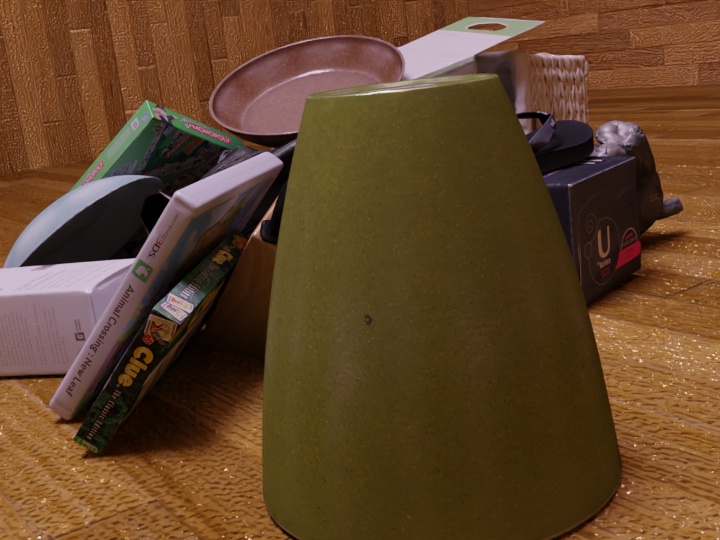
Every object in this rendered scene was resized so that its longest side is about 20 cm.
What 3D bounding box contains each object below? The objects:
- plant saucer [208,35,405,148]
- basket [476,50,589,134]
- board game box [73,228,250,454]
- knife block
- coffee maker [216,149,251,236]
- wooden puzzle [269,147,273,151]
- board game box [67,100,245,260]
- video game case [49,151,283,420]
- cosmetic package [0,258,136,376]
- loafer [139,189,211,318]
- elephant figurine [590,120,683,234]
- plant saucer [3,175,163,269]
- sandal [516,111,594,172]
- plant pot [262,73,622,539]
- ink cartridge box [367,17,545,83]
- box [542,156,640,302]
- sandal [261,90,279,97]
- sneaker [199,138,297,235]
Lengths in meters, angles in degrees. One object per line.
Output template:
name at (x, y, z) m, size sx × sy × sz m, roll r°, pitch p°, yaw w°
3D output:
plant saucer at (-0.051, -0.175, 0.904) m, size 0.200 × 0.037 × 0.201 m, roll -9°, pitch 39°, yaw 7°
basket at (0.163, -0.165, 1.118) m, size 0.200 × 0.199 × 0.161 m, roll 5°, pitch 14°, yaw 44°
board game box at (-0.128, 0.040, 0.624) m, size 0.023 × 0.105 × 0.200 m, roll 31°, pitch 17°, yaw -3°
knife block at (-0.053, -0.018, 0.642) m, size 0.200 × 0.176 × 0.064 m, roll 1°, pitch 42°, yaw 31°
coffee maker at (-0.026, -0.071, 0.947) m, size 0.200 × 0.135 × 0.192 m, roll 1°, pitch 15°, yaw 28°
wooden puzzle at (0.020, -0.106, 1.036) m, size 0.200 × 0.037 × 0.185 m, roll 24°, pitch -25°, yaw -37°
board game box at (-0.233, -0.085, 0.976) m, size 0.200 × 0.029 × 0.134 m, roll -42°, pitch -35°, yaw 23°
video game case at (-0.136, 0.002, 0.671) m, size 0.022 × 0.182 × 0.200 m, roll 35°, pitch 18°, yaw 1°
cosmetic package at (-0.285, 0.040, 0.753) m, size 0.199 × 0.074 × 0.102 m, roll -3°, pitch 14°, yaw 13°
loafer at (-0.165, -0.019, 0.846) m, size 0.073 × 0.071 × 0.200 m, roll -47°, pitch 38°, yaw -8°
elephant figurine at (0.193, -0.095, 0.919) m, size 0.141 × 0.155 × 0.200 m, roll -43°, pitch 36°, yaw -24°
plant saucer at (-0.284, -0.037, 0.893) m, size 0.201 × 0.039 × 0.201 m, roll -41°, pitch -3°, yaw -3°
sandal at (0.131, -0.104, 0.744) m, size 0.076 × 0.043 × 0.200 m, roll 6°, pitch 21°, yaw 40°
plant pot at (0.029, 0.008, 0.453) m, size 0.187 × 0.201 × 0.187 m, roll -7°, pitch 14°, yaw 2°
ink cartridge box at (0.088, -0.228, 1.002) m, size 0.200 × 0.048 × 0.145 m, roll -25°, pitch 27°, yaw -22°
box at (0.129, -0.040, 0.799) m, size 0.200 × 0.106 × 0.122 m, roll 6°, pitch 20°, yaw 42°
sandal at (-0.036, -0.166, 1.037) m, size 0.080 × 0.057 × 0.201 m, roll -9°, pitch -26°, yaw 41°
sneaker at (-0.062, -0.089, 0.814) m, size 0.199 × 0.076 × 0.114 m, roll -22°, pitch 22°, yaw 2°
